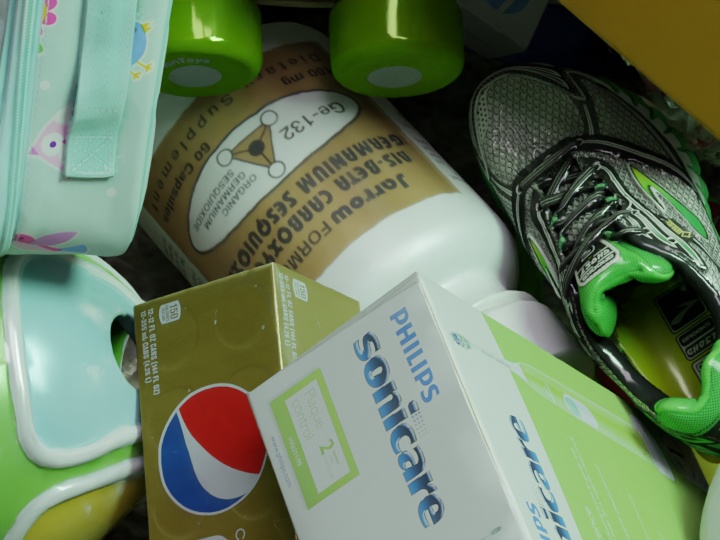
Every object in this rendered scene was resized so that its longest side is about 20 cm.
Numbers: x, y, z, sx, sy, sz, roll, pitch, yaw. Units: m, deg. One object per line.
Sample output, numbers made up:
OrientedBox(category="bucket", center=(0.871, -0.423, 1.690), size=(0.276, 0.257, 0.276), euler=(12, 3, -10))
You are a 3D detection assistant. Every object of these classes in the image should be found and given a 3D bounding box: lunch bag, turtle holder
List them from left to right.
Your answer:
OrientedBox(category="turtle holder", center=(-0.138, 0.064, 1.110), size=(0.131, 0.141, 0.186), euler=(2, 40, -25))
OrientedBox(category="lunch bag", center=(-0.119, -0.112, 1.072), size=(0.077, 0.201, 0.160), euler=(0, 24, -19))

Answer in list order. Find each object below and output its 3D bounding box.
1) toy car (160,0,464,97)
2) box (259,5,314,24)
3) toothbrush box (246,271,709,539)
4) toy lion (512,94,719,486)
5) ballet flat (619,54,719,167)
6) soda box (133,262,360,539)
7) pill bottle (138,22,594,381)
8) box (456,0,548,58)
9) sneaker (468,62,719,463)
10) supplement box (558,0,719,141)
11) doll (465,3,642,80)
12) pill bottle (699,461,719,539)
OrientedBox(category="toy car", center=(-0.022, -0.178, 1.107), size=(0.157, 0.200, 0.165), euler=(0, 72, -6))
OrientedBox(category="box", center=(-0.056, -0.229, 1.374), size=(0.198, 0.123, 0.200), euler=(-26, 59, -27))
OrientedBox(category="toothbrush box", center=(0.066, 0.109, 1.053), size=(0.086, 0.200, 0.146), euler=(-35, 54, 18))
OrientedBox(category="toy lion", center=(0.145, 0.041, 1.220), size=(0.199, 0.069, 0.192), euler=(24, 59, 13))
OrientedBox(category="ballet flat", center=(0.142, -0.137, 1.278), size=(0.076, 0.201, 0.064), euler=(-33, 16, -28))
OrientedBox(category="soda box", center=(-0.034, 0.105, 1.081), size=(0.068, 0.064, 0.201), euler=(-17, 67, 28))
OrientedBox(category="pill bottle", center=(0.000, 0.000, 1.194), size=(0.114, 0.115, 0.200), euler=(-27, 58, -26))
OrientedBox(category="box", center=(0.044, -0.220, 1.283), size=(0.156, 0.041, 0.201), euler=(32, 75, -24))
OrientedBox(category="sneaker", center=(0.105, -0.012, 1.136), size=(0.078, 0.085, 0.200), euler=(-44, 60, 12))
OrientedBox(category="supplement box", center=(0.134, -0.196, 1.113), size=(0.197, 0.133, 0.200), euler=(38, 39, -25))
OrientedBox(category="doll", center=(0.127, -0.118, 1.352), size=(0.199, 0.049, 0.137), euler=(3, 61, -10))
OrientedBox(category="pill bottle", center=(0.228, 0.121, 1.078), size=(0.200, 0.112, 0.113), euler=(32, 42, -30))
